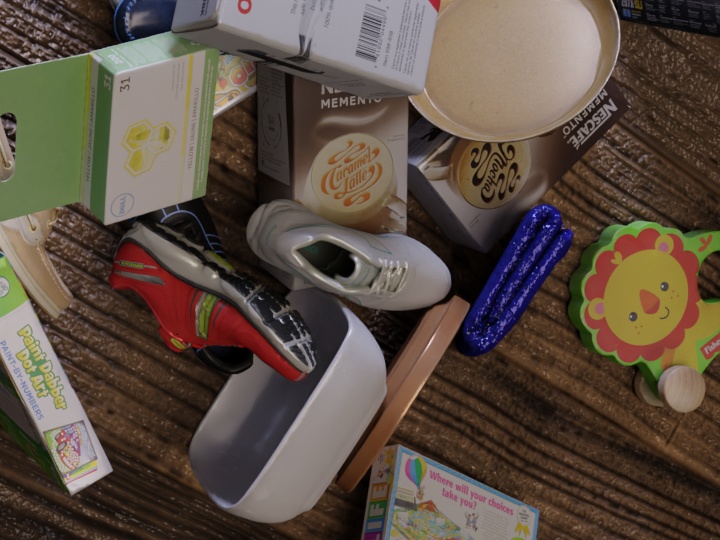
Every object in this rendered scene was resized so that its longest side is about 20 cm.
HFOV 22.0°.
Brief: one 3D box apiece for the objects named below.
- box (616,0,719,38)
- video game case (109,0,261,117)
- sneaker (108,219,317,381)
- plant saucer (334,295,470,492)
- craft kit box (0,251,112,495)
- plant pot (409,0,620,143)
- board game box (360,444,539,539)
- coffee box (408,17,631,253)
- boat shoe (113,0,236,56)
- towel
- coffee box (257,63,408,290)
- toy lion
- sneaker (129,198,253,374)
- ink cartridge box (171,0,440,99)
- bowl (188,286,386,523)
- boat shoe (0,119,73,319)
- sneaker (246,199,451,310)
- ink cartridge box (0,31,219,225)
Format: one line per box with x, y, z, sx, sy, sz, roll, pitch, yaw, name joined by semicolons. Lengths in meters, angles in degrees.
0.354;-0.263;1.705;0.159;0.200;0.049;-18;110;-20;box
-0.111;-0.246;1.592;0.200;0.023;0.182;-34;113;-15;video game case
-0.123;0.038;1.538;0.200;0.077;0.085;35;103;15;sneaker
0.032;0.106;1.649;0.032;0.200;0.200;33;86;2;plant saucer
-0.285;0.064;1.481;0.048;0.200;0.198;-27;112;-19;craft kit box
0.132;-0.195;1.643;0.200;0.200;0.027;-44;152;-10;plant pot
0.085;0.260;1.738;0.200;0.034;0.135;29;60;-36;board game box
0.136;-0.128;1.700;0.200;0.080;0.113;-44;114;-10;coffee box
-0.105;-0.220;1.550;0.200;0.069;0.084;-12;106;-21;boat shoe
0.139;0.016;1.673;0.049;0.200;0.148;29;88;4;towel
-0.025;-0.095;1.621;0.114;0.080;0.200;-10;113;-24;coffee box
0.308;0.028;1.831;0.200;0.069;0.192;-36;106;-14;toy lion
-0.141;-0.002;1.601;0.070;0.078;0.200;-29;112;-15;sneaker
-0.038;-0.233;1.480;0.200;0.084;0.145;15;83;-33;ink cartridge box
-0.055;0.120;1.596;0.075;0.200;0.200;32;91;-21;bowl
-0.282;-0.054;1.527;0.069;0.074;0.200;-31;112;-10;boat shoe
0.000;0.000;1.577;0.200;0.080;0.071;16;101;-32;sneaker
-0.210;-0.105;1.475;0.200;0.048;0.146;-20;134;-36;ink cartridge box
